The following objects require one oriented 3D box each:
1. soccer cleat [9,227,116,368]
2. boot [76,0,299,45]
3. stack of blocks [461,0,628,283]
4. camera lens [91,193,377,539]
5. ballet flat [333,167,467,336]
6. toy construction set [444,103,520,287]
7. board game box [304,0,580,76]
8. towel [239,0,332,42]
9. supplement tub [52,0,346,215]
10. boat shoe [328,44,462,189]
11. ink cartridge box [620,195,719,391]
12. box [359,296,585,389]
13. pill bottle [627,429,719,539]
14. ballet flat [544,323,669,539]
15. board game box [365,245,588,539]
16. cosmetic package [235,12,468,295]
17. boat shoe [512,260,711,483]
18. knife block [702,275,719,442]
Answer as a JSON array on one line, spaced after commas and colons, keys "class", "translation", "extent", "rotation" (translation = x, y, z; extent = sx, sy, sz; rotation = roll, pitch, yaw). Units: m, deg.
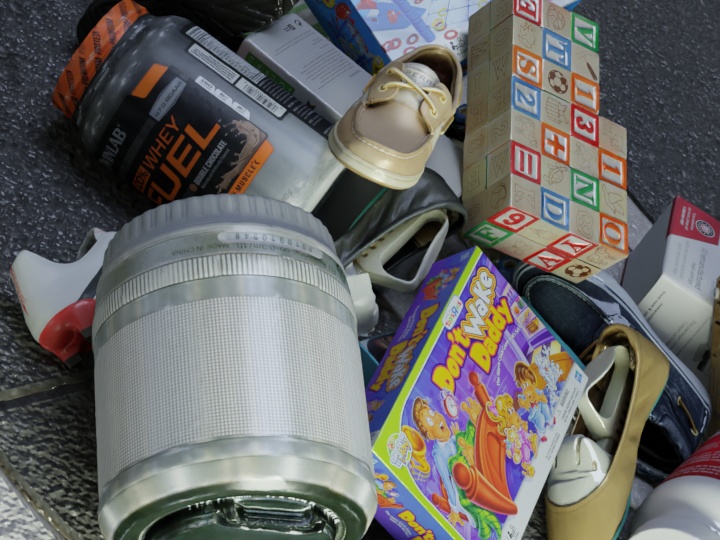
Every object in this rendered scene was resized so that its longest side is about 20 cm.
[{"class": "soccer cleat", "translation": [-0.144, 0.004, 1.253], "extent": [0.200, 0.069, 0.085], "rotation": [-17, 65, -44]}, {"class": "boot", "translation": [-0.119, -0.244, 1.472], "extent": [0.079, 0.211, 0.158], "rotation": [63, 27, -26]}, {"class": "stack of blocks", "translation": [0.142, -0.104, 1.428], "extent": [0.115, 0.059, 0.200], "rotation": [21, 57, -29]}, {"class": "camera lens", "translation": [-0.077, 0.076, 1.107], "extent": [0.160, 0.160, 0.200], "rotation": [13, 54, -30]}, {"class": "ballet flat", "translation": [0.000, 0.000, 1.312], "extent": [0.068, 0.068, 0.200], "rotation": [37, 66, 23]}, {"class": "toy construction set", "translation": [0.085, -0.074, 1.538], "extent": [0.200, 0.092, 0.131], "rotation": [37, 58, 16]}, {"class": "board game box", "translation": [0.048, -0.252, 1.520], "extent": [0.200, 0.056, 0.196], "rotation": [-31, 82, -29]}, {"class": "towel", "translation": [-0.020, -0.200, 1.592], "extent": [0.200, 0.023, 0.153], "rotation": [24, 27, 13]}, {"class": "supplement tub", "translation": [-0.115, -0.099, 1.354], "extent": [0.200, 0.123, 0.123], "rotation": [36, 34, 1]}, {"class": "boat shoe", "translation": [0.030, -0.117, 1.333], "extent": [0.074, 0.069, 0.200], "rotation": [27, 24, 0]}, {"class": "ink cartridge box", "translation": [0.323, 0.047, 1.590], "extent": [0.200, 0.083, 0.147], "rotation": [31, 33, -5]}, {"class": "box", "translation": [0.073, 0.078, 1.366], "extent": [0.200, 0.049, 0.082], "rotation": [-14, 57, -49]}, {"class": "pill bottle", "translation": [0.263, 0.185, 1.342], "extent": [0.112, 0.112, 0.200], "rotation": [44, 34, 13]}, {"class": "ballet flat", "translation": [0.165, 0.121, 1.337], "extent": [0.063, 0.069, 0.200], "rotation": [49, 47, -28]}, {"class": "board game box", "translation": [0.070, 0.100, 1.258], "extent": [0.134, 0.045, 0.200], "rotation": [48, 45, -20]}, {"class": "cosmetic package", "translation": [-0.017, -0.091, 1.445], "extent": [0.200, 0.108, 0.085], "rotation": [39, 34, 8]}, {"class": "boat shoe", "translation": [0.190, 0.073, 1.439], "extent": [0.200, 0.071, 0.091], "rotation": [43, 34, -7]}, {"class": "knife block", "translation": [0.366, 0.100, 1.484], "extent": [0.175, 0.200, 0.064], "rotation": [2, 6, -5]}]
